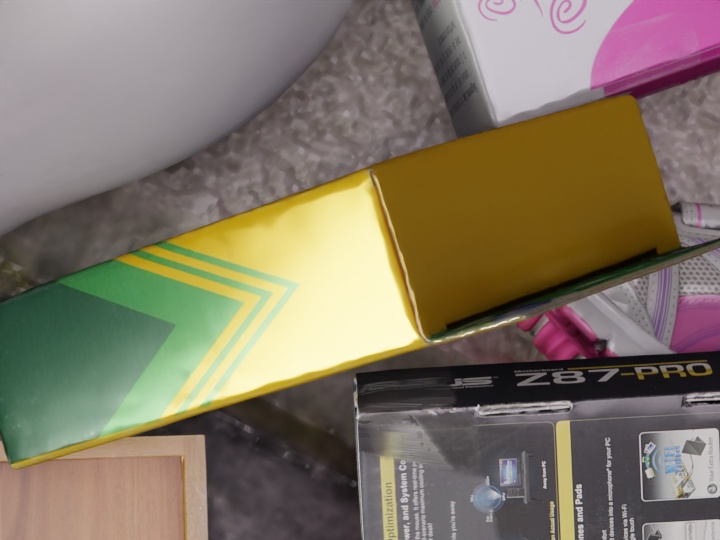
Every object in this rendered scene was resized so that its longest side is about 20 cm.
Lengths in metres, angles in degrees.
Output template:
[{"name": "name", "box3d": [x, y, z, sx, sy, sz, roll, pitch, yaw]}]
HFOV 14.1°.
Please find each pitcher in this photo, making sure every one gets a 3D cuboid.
[{"name": "pitcher", "box3d": [-0.108, -0.092, 0.892, 0.200, 0.121, 0.172, -41, 70, 1]}]

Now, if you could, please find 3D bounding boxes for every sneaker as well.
[{"name": "sneaker", "box3d": [0.122, 0.013, 0.917, 0.200, 0.081, 0.088, 34, 83, -9]}]

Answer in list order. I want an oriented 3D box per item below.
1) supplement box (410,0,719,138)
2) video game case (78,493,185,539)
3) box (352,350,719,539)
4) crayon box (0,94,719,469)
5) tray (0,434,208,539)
[{"name": "supplement box", "box3d": [0.051, -0.147, 0.903, 0.101, 0.103, 0.201, -18, 88, -5]}, {"name": "video game case", "box3d": [-0.060, 0.203, 0.920, 0.182, 0.023, 0.200, 34, 86, -1]}, {"name": "box", "box3d": [0.082, 0.127, 0.869, 0.161, 0.049, 0.201, -4, 104, -1]}, {"name": "crayon box", "box3d": [0.000, 0.000, 0.830, 0.200, 0.126, 0.052, -17, 90, 41]}, {"name": "tray", "box3d": [-0.094, 0.152, 0.892, 0.098, 0.037, 0.201, -2, 88, -4]}]
